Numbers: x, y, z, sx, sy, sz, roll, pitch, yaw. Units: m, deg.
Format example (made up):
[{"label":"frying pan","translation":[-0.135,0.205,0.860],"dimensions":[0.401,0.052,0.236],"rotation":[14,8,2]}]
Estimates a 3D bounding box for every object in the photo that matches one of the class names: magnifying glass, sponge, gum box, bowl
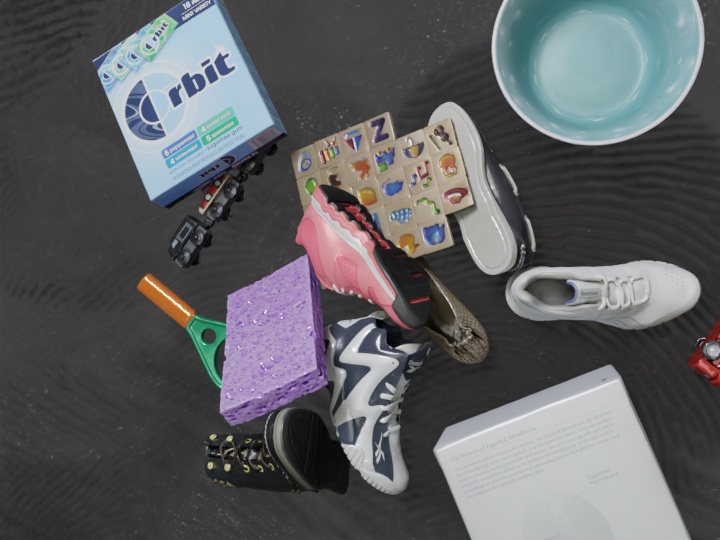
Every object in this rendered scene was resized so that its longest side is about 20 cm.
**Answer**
[{"label":"magnifying glass","translation":[-0.186,0.074,0.985],"dimensions":[0.200,0.022,0.080],"rotation":[38,98,8]},{"label":"sponge","translation":[-0.094,0.069,0.886],"dimensions":[0.111,0.200,0.030],"rotation":[-26,124,11]},{"label":"gum box","translation":[-0.201,-0.201,0.956],"dimensions":[0.169,0.045,0.201],"rotation":[-29,73,11]},{"label":"bowl","translation":[0.238,-0.222,0.850],"dimensions":[0.200,0.105,0.202],"rotation":[0,91,11]}]

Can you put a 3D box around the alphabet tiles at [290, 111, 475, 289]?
[{"label":"alphabet tiles","translation":[0.023,-0.087,0.913],"dimensions":[0.199,0.008,0.168],"rotation":[-19,78,24]}]

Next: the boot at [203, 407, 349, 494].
[{"label":"boot","translation":[-0.106,0.199,0.884],"dimensions":[0.153,0.204,0.074],"rotation":[-2,65,16]}]

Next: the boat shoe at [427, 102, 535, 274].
[{"label":"boat shoe","translation":[0.133,-0.090,0.895],"dimensions":[0.074,0.060,0.201],"rotation":[-38,66,41]}]

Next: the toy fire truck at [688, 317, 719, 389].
[{"label":"toy fire truck","translation":[0.448,0.057,0.834],"dimensions":[0.141,0.049,0.200],"rotation":[36,97,9]}]

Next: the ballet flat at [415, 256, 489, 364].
[{"label":"ballet flat","translation":[0.064,0.029,0.915],"dimensions":[0.200,0.046,0.067],"rotation":[45,100,11]}]

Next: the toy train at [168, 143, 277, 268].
[{"label":"toy train","translation":[-0.164,-0.092,0.973],"dimensions":[0.046,0.034,0.200],"rotation":[38,97,20]}]

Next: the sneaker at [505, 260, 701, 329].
[{"label":"sneaker","translation":[0.252,0.027,0.857],"dimensions":[0.199,0.087,0.075],"rotation":[-4,87,11]}]

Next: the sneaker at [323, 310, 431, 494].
[{"label":"sneaker","translation":[0.034,0.135,0.906],"dimensions":[0.129,0.079,0.200],"rotation":[-30,74,19]}]

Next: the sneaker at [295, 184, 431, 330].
[{"label":"sneaker","translation":[0.000,0.000,0.886],"dimensions":[0.087,0.074,0.200],"rotation":[-52,60,25]}]

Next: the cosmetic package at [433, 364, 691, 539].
[{"label":"cosmetic package","translation":[0.208,0.229,0.848],"dimensions":[0.199,0.123,0.201],"rotation":[-23,87,11]}]
